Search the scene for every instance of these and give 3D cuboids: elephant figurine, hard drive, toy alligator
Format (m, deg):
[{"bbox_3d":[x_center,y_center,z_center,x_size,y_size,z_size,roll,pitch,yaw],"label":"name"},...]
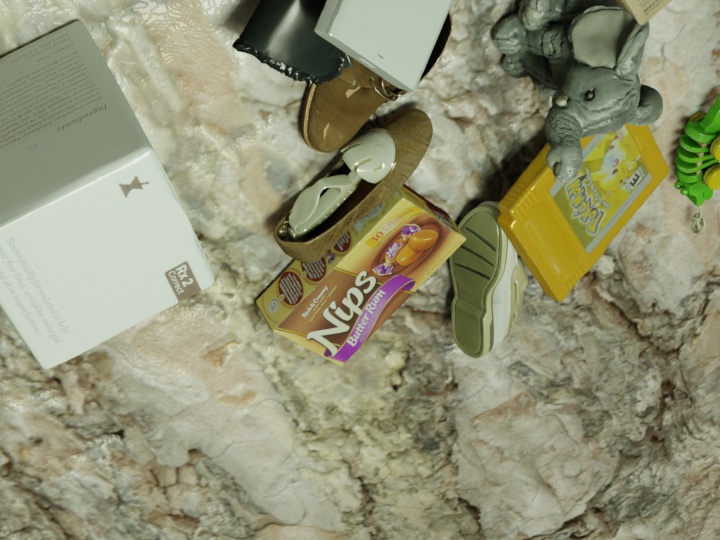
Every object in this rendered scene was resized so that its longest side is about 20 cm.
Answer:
[{"bbox_3d":[0.227,-0.182,1.379,0.141,0.200,0.155,15,119,-39],"label":"elephant figurine"},{"bbox_3d":[0.043,-0.269,1.235,0.132,0.026,0.200,25,87,-52],"label":"hard drive"},{"bbox_3d":[0.380,-0.112,1.642,0.054,0.059,0.200,-15,135,-18],"label":"toy alligator"}]

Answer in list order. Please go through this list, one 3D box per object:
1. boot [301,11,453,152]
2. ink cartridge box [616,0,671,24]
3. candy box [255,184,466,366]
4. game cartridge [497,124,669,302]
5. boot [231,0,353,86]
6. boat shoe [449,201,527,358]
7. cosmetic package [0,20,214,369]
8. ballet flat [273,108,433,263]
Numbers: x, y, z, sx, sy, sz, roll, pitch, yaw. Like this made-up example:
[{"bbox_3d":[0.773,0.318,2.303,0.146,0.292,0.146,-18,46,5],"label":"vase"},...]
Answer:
[{"bbox_3d":[0.013,-0.181,1.347,0.074,0.075,0.200,14,122,-41],"label":"boot"},{"bbox_3d":[0.241,-0.333,1.249,0.165,0.200,0.075,-41,138,8],"label":"ink cartridge box"},{"bbox_3d":[0.000,0.000,1.520,0.200,0.056,0.117,-46,136,12],"label":"candy box"},{"bbox_3d":[0.243,-0.085,1.562,0.200,0.032,0.176,-51,138,-9],"label":"game cartridge"},{"bbox_3d":[-0.059,-0.253,1.236,0.198,0.073,0.163,11,119,-45],"label":"boot"},{"bbox_3d":[0.145,0.002,1.606,0.068,0.075,0.200,-29,140,-35],"label":"boat shoe"},{"bbox_3d":[-0.248,-0.064,1.204,0.165,0.200,0.165,-27,137,-6],"label":"cosmetic package"},{"bbox_3d":[-0.013,-0.086,1.422,0.200,0.068,0.072,-42,155,17],"label":"ballet flat"}]
